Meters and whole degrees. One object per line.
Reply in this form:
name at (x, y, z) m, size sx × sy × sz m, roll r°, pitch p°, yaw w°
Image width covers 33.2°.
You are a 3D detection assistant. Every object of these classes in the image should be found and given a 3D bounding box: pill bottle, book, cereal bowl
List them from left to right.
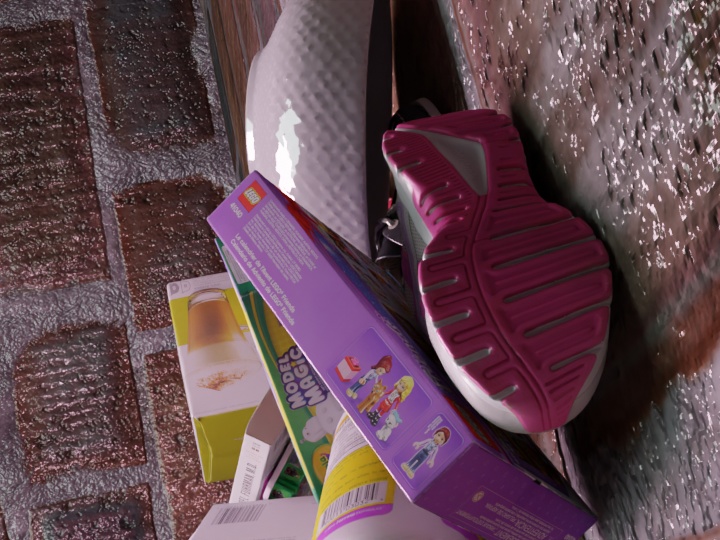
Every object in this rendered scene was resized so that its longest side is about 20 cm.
book at (-0.079, 0.166, 1.130) m, size 0.200 × 0.048 × 0.134 m, roll 107°, pitch -170°, yaw -47°
cereal bowl at (-0.026, -0.094, 0.788) m, size 0.200 × 0.083 × 0.201 m, roll 1°, pitch -90°, yaw -84°
pill bottle at (0.030, 0.134, 0.720) m, size 0.200 × 0.104 × 0.104 m, roll -76°, pitch -18°, yaw -62°

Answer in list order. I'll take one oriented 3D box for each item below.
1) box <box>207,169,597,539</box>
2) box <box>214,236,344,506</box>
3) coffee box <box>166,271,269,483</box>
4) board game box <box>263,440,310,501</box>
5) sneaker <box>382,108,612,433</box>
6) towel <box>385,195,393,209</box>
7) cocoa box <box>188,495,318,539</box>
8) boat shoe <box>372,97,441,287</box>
box at (0.018, 0.047, 0.589) m, size 0.137 × 0.039 × 0.200 m, roll 37°, pitch -170°, yaw -50°
box at (-0.041, 0.074, 0.840) m, size 0.117 × 0.048 × 0.200 m, roll -126°, pitch 14°, yaw -65°
coffee box at (-0.128, 0.131, 1.557) m, size 0.200 × 0.199 × 0.198 m, roll 93°, pitch 163°, yaw -57°
board game box at (-0.035, 0.168, 1.181) m, size 0.200 × 0.026 × 0.200 m, roll 94°, pitch -159°, yaw -62°
sneaker at (0.063, 0.008, 0.553) m, size 0.200 × 0.081 × 0.088 m, roll -101°, pitch 1°, yaw -53°
towel at (0.000, 0.000, 0.963) m, size 0.200 × 0.022 × 0.145 m, roll 23°, pitch 124°, yaw 59°
cocoa box at (-0.037, 0.272, 0.999) m, size 0.133 × 0.199 × 0.132 m, roll -55°, pitch -45°, yaw -72°
boat shoe at (0.039, -0.008, 0.721) m, size 0.074 × 0.060 × 0.200 m, roll 109°, pitch 149°, yaw -74°
